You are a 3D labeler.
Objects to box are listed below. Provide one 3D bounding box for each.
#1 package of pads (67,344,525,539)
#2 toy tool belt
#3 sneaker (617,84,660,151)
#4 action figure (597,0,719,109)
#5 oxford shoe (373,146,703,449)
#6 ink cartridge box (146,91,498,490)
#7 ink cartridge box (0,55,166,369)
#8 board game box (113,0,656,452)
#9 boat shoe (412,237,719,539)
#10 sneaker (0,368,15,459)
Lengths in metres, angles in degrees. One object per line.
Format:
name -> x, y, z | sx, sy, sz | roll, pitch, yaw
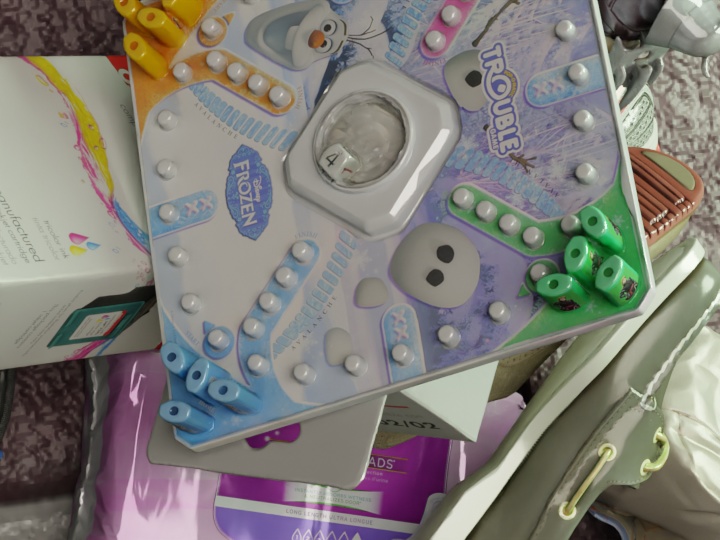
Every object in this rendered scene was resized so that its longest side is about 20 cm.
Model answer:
package of pads -> -0.031, 0.098, 1.253 | 0.200, 0.076, 0.121 | 9, 82, -17
toy tool belt -> 0.167, 0.110, 1.306 | 0.200, 0.123, 0.125 | 36, 48, -25
sneaker -> 0.045, -0.058, 1.283 | 0.200, 0.078, 0.082 | -17, 114, -26
action figure -> 0.094, -0.153, 1.144 | 0.069, 0.130, 0.200 | -12, 53, -40
oxford shoe -> 0.068, 0.009, 1.240 | 0.200, 0.070, 0.075 | -27, 139, -25
ink cartridge box -> 0.000, 0.000, 1.137 | 0.068, 0.115, 0.200 | 36, 65, -48
ink cartridge box -> -0.123, -0.027, 1.170 | 0.200, 0.067, 0.116 | -7, 58, -52
board game box -> 0.001, -0.050, 1.088 | 0.200, 0.026, 0.200 | -18, 64, 20
boat shoe -> 0.094, 0.077, 1.203 | 0.060, 0.072, 0.202 | 39, 92, -2
sneaker -> -0.180, 0.001, 1.195 | 0.073, 0.112, 0.200 | -7, 88, -18
